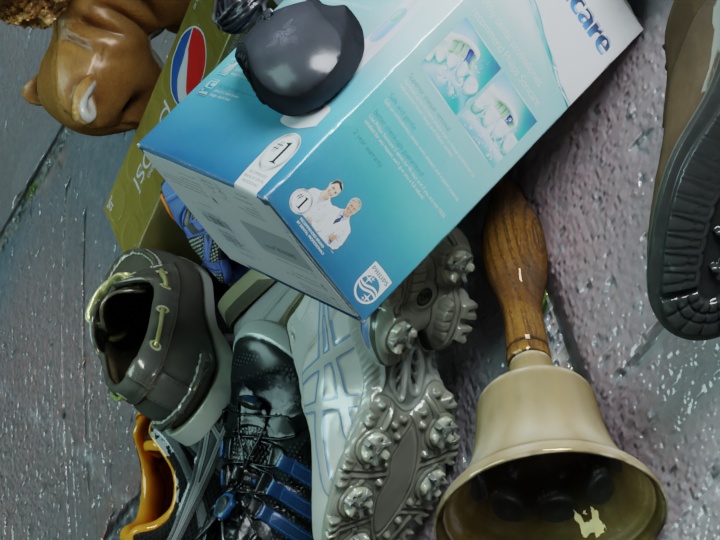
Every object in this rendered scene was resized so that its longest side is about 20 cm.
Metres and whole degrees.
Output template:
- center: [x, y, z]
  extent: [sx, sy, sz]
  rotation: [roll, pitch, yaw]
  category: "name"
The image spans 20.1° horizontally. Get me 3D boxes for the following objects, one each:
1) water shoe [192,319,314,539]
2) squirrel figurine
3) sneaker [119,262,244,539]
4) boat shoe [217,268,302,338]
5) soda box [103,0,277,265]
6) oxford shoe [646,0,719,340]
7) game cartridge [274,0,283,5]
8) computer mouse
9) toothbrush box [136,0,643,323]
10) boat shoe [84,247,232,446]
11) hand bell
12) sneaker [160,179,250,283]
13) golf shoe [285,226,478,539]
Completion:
- center: [-0.049, 0.129, 1.086]
  extent: [0.071, 0.079, 0.202]
  rotation: [4, 106, 41]
  category: "water shoe"
- center: [-0.174, -0.187, 1.293]
  extent: [0.141, 0.199, 0.188]
  rotation: [29, 96, 50]
  category: "squirrel figurine"
- center: [-0.097, 0.085, 1.223]
  extent: [0.078, 0.077, 0.202]
  rotation: [-19, 64, 59]
  category: "sneaker"
- center: [0.000, 0.000, 1.096]
  extent: [0.200, 0.074, 0.069]
  rotation: [-43, 68, 45]
  category: "boat shoe"
- center: [-0.092, -0.093, 1.267]
  extent: [0.201, 0.063, 0.068]
  rotation: [-64, 35, 29]
  category: "soda box"
- center: [0.158, -0.071, 0.850]
  extent: [0.084, 0.072, 0.202]
  rotation: [-145, 68, -73]
  category: "oxford shoe"
- center: [-0.036, -0.214, 1.103]
  extent: [0.200, 0.041, 0.133]
  rotation: [50, 142, -8]
  category: "game cartridge"
- center: [-0.044, -0.125, 0.969]
  extent: [0.058, 0.034, 0.200]
  rotation: [-38, 27, 2]
  category: "computer mouse"
- center: [0.012, -0.088, 0.974]
  extent: [0.200, 0.085, 0.146]
  rotation: [-47, 30, -13]
  category: "toothbrush box"
- center: [-0.124, 0.030, 1.183]
  extent: [0.072, 0.060, 0.202]
  rotation: [-53, 26, 10]
  category: "boat shoe"
- center: [0.080, 0.035, 0.954]
  extent: [0.104, 0.103, 0.201]
  rotation: [-52, 29, 41]
  category: "hand bell"
- center: [-0.039, -0.060, 1.174]
  extent: [0.200, 0.075, 0.079]
  rotation: [-42, 65, 46]
  category: "sneaker"
- center: [0.000, 0.056, 1.041]
  extent: [0.097, 0.078, 0.202]
  rotation: [31, 117, 43]
  category: "golf shoe"
